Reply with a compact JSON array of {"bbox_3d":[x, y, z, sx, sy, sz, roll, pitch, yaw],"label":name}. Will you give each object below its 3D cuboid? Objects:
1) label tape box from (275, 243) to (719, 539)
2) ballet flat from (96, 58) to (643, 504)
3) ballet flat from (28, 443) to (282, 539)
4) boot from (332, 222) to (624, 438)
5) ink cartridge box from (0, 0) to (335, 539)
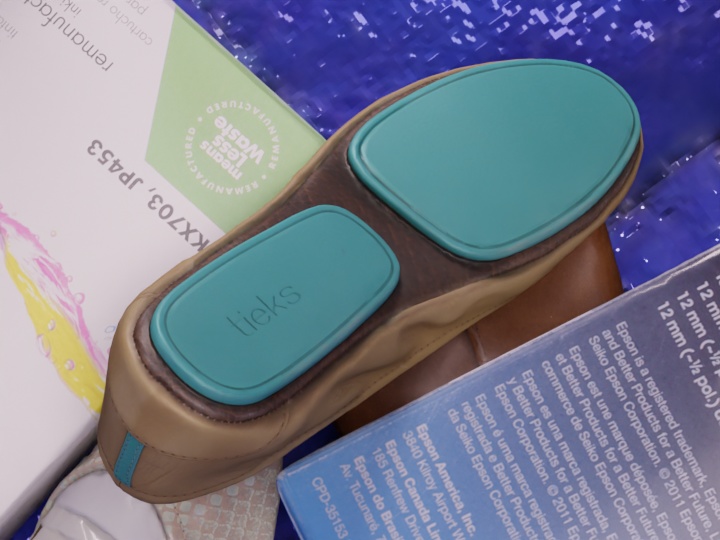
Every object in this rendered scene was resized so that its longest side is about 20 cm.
[{"bbox_3d":[0.098,0.075,0.730,0.200,0.066,0.143,-27,77,-1],"label":"label tape box"},{"bbox_3d":[0.000,0.000,0.746,0.069,0.063,0.200,46,48,16],"label":"ballet flat"},{"bbox_3d":[-0.080,0.116,0.752,0.067,0.062,0.200,28,100,30],"label":"ballet flat"},{"bbox_3d":[0.090,0.058,0.801,0.188,0.068,0.200,-20,78,3],"label":"boot"},{"bbox_3d":[-0.114,0.006,0.781,0.117,0.067,0.200,41,85,1],"label":"ink cartridge box"}]
